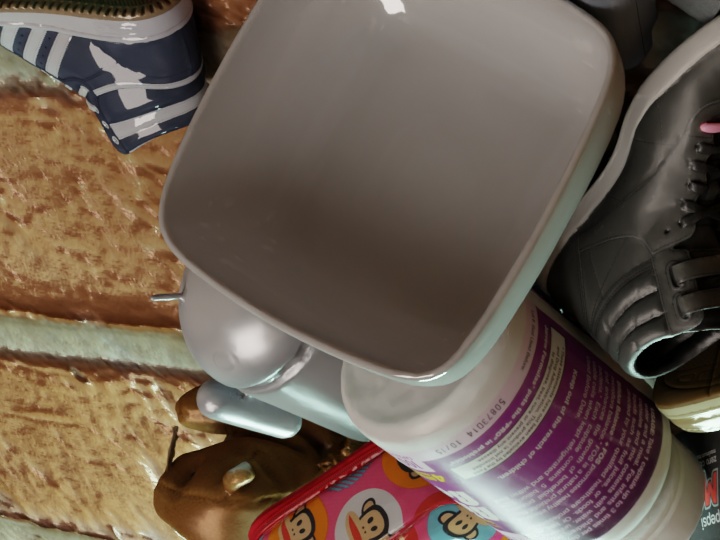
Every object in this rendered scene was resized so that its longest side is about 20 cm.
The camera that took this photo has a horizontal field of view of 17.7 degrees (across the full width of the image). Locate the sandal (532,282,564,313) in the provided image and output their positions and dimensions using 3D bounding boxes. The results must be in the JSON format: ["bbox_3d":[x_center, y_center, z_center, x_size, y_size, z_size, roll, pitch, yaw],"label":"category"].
[{"bbox_3d":[0.084,0.031,1.317,0.075,0.048,0.200,3,155,32],"label":"sandal"}]

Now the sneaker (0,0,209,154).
[{"bbox_3d":[-0.177,-0.137,1.418,0.199,0.070,0.109,13,139,32],"label":"sneaker"}]

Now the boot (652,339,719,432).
[{"bbox_3d":[0.265,0.075,1.177,0.199,0.072,0.155,-21,122,27],"label":"boot"}]

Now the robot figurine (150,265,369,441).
[{"bbox_3d":[-0.024,0.029,1.346,0.200,0.170,0.113,26,-162,-36],"label":"robot figurine"}]

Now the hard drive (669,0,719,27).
[{"bbox_3d":[0.106,-0.213,1.051,0.200,0.033,0.140,36,150,7],"label":"hard drive"}]

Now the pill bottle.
[{"bbox_3d":[0.091,0.082,1.204,0.112,0.113,0.200,-1,150,47],"label":"pill bottle"}]

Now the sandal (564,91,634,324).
[{"bbox_3d":[0.119,-0.022,1.242,0.054,0.082,0.201,30,150,34],"label":"sandal"}]

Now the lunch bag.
[{"bbox_3d":[0.035,0.172,1.338,0.176,0.082,0.200,-36,144,21],"label":"lunch bag"}]

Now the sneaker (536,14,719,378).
[{"bbox_3d":[0.165,-0.031,1.121,0.099,0.070,0.200,55,131,31],"label":"sneaker"}]

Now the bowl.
[{"bbox_3d":[0.020,-0.053,1.117,0.199,0.200,0.075,29,178,29],"label":"bowl"}]

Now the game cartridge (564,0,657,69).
[{"bbox_3d":[0.049,-0.176,1.100,0.200,0.042,0.133,33,174,20],"label":"game cartridge"}]

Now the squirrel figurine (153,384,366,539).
[{"bbox_3d":[-0.030,0.125,1.467,0.199,0.187,0.142,15,116,17],"label":"squirrel figurine"}]

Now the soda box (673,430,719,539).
[{"bbox_3d":[0.196,0.129,1.318,0.063,0.071,0.200,-2,166,-18],"label":"soda box"}]

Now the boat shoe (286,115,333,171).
[{"bbox_3d":[0.002,0.000,1.235,0.073,0.068,0.200,20,132,43],"label":"boat shoe"}]
